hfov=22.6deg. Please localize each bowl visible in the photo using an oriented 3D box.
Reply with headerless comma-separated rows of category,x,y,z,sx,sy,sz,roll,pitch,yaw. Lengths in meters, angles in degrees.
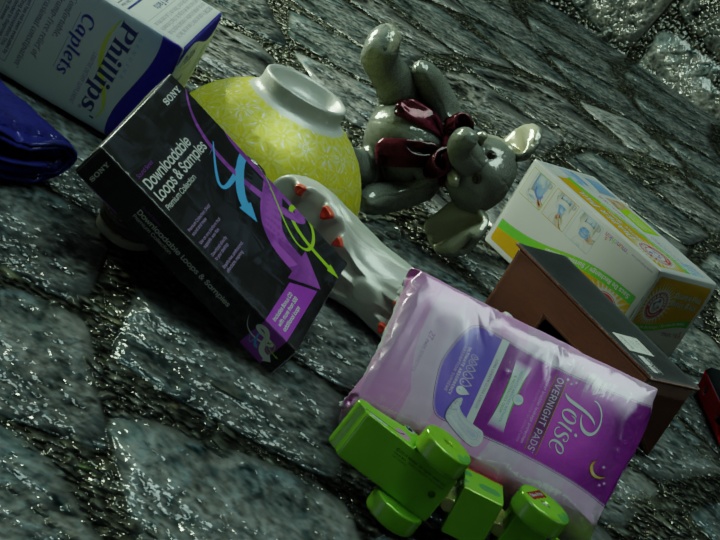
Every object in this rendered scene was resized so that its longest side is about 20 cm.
bowl,-0.072,-0.113,1.565,0.199,0.108,0.200,29,19,-11

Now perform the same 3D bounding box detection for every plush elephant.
plush elephant,0.078,-0.108,1.709,0.154,0.166,0.200,14,-19,33

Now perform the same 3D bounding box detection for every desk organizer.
desk organizer,0.196,0.068,1.581,0.071,0.077,0.200,13,26,-44

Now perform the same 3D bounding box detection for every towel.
towel,-0.317,-0.135,1.330,0.200,0.050,0.147,42,13,28

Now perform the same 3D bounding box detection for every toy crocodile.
toy crocodile,0.069,0.152,1.178,0.199,0.068,0.062,33,14,-6

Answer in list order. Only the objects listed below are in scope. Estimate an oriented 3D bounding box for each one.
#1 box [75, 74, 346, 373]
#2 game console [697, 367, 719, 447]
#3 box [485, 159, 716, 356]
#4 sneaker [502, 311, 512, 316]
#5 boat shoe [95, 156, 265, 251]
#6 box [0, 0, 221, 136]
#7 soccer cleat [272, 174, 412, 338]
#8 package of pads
box,-0.103,-0.038,1.307,0.200,0.036,0.143,45,30,-10
game console,0.411,0.176,1.730,0.176,0.031,0.200,28,19,-11
box,0.240,-0.009,1.811,0.112,0.102,0.200,10,28,-48
sneaker,0.121,0.113,1.379,0.082,0.075,0.201,31,29,-23
boat shoe,-0.123,-0.065,1.385,0.067,0.057,0.199,42,31,15
box,-0.241,-0.215,1.556,0.199,0.105,0.184,30,18,-3
soccer cleat,0.000,0.000,1.468,0.200,0.069,0.077,44,16,13
package of pads,0.093,0.097,1.247,0.199,0.121,0.076,27,-22,3
